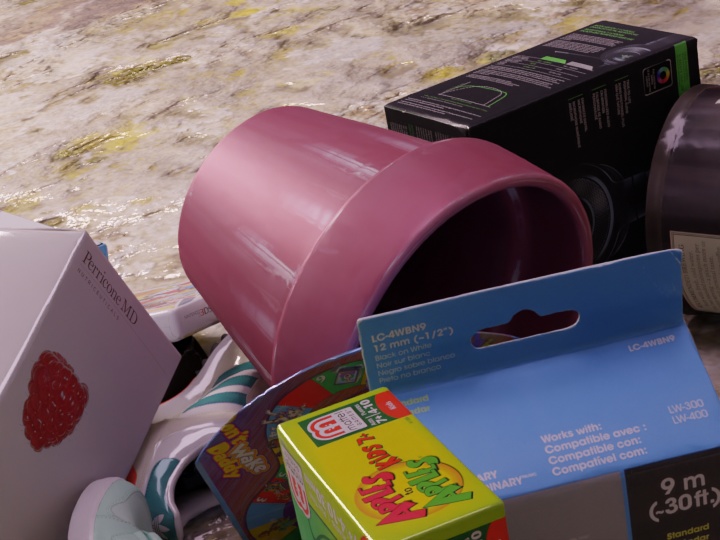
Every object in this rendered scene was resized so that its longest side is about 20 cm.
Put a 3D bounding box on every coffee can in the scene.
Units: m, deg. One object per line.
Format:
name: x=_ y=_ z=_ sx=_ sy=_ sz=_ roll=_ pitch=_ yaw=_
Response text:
coffee can: x=0.293 y=-0.035 z=0.986 sx=0.200 sy=0.147 sz=0.146 roll=7 pitch=30 yaw=34

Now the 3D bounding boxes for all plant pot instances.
plant pot: x=0.000 y=0.000 z=0.919 sx=0.200 sy=0.200 sz=0.179 roll=-28 pitch=46 yaw=-33

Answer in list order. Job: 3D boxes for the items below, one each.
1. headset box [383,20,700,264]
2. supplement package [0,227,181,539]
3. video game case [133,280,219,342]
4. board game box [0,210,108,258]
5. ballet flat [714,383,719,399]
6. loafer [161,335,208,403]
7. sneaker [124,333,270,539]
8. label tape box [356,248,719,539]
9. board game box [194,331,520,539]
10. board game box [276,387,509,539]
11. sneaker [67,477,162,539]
headset box: x=0.133 y=-0.051 z=1.058 sx=0.200 sy=0.174 sz=0.093 roll=-23 pitch=26 yaw=-28
supplement package: x=-0.203 y=0.089 z=0.870 sx=0.120 sy=0.121 sz=0.200 roll=2 pitch=54 yaw=29
video game case: x=-0.161 y=0.033 z=1.088 sx=0.200 sy=0.023 sz=0.182 roll=-11 pitch=6 yaw=24
board game box: x=-0.279 y=0.016 z=1.016 sx=0.153 sy=0.040 sz=0.200 roll=17 pitch=30 yaw=36
ballet flat: x=0.157 y=0.097 z=0.857 sx=0.200 sy=0.068 sz=0.062 roll=-14 pitch=34 yaw=-6
loafer: x=-0.176 y=0.091 z=1.004 sx=0.200 sy=0.071 sz=0.073 roll=-23 pitch=26 yaw=-25
sneaker: x=-0.070 y=0.095 z=0.963 sx=0.093 sy=0.070 sz=0.200 roll=19 pitch=40 yaw=37
label tape box: x=0.086 y=0.103 z=0.702 sx=0.143 sy=0.200 sz=0.066 roll=-13 pitch=30 yaw=-5
board game box: x=0.016 y=0.108 z=0.774 sx=0.158 sy=0.200 sz=0.039 roll=-20 pitch=52 yaw=1
board game box: x=0.025 y=0.156 z=0.612 sx=0.048 sy=0.200 sz=0.102 roll=-19 pitch=25 yaw=-17
sneaker: x=-0.076 y=0.163 z=0.795 sx=0.118 sy=0.074 sz=0.201 roll=-18 pitch=34 yaw=0
